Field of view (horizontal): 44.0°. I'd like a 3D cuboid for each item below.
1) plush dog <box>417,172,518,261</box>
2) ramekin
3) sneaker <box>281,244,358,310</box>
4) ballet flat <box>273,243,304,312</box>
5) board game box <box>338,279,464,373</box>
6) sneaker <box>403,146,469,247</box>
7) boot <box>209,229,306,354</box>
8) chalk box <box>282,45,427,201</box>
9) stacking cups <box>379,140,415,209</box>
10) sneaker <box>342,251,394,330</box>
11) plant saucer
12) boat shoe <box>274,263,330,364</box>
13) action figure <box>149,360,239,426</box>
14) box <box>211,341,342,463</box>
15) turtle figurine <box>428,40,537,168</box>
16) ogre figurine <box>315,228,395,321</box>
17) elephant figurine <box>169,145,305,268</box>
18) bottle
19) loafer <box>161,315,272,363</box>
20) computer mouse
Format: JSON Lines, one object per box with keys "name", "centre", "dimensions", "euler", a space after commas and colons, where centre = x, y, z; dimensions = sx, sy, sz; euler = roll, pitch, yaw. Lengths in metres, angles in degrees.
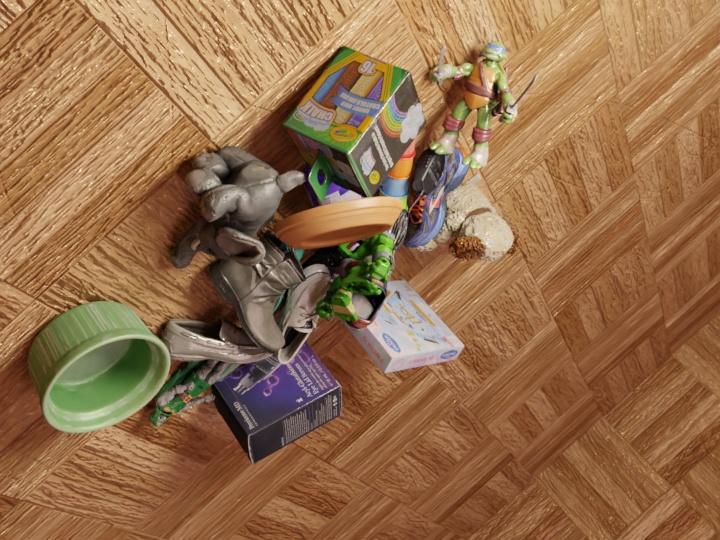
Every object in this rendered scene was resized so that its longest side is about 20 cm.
{"name": "plush dog", "centre": [0.211, -0.086, 1.647], "dimensions": [0.200, 0.172, 0.161], "euler": [-12, 137, -37]}
{"name": "ramekin", "centre": [-0.398, 0.141, 1.342], "dimensions": [0.200, 0.098, 0.200], "euler": [-28, 145, -21]}
{"name": "sneaker", "centre": [-0.067, 0.022, 1.591], "dimensions": [0.200, 0.060, 0.104], "euler": [-36, 144, 2]}
{"name": "ballet flat", "centre": [-0.141, 0.012, 1.498], "dimensions": [0.070, 0.067, 0.200], "euler": [-26, 150, -52]}
{"name": "board game box", "centre": [0.065, 0.100, 1.688], "dimensions": [0.199, 0.200, 0.041], "euler": [-4, 132, -43]}
{"name": "sneaker", "centre": [0.117, -0.136, 1.588], "dimensions": [0.078, 0.075, 0.200], "euler": [15, 102, -40]}
{"name": "boot", "centre": [-0.141, 0.039, 1.435], "dimensions": [0.130, 0.068, 0.200], "euler": [-26, 119, 11]}
{"name": "chalk box", "centre": [-0.018, -0.195, 1.280], "dimensions": [0.200, 0.124, 0.125], "euler": [-53, 151, -14]}
{"name": "stacking cups", "centre": [0.062, -0.151, 1.518], "dimensions": [0.060, 0.061, 0.200], "euler": [-22, 142, -28]}
{"name": "sneaker", "centre": [0.025, 0.008, 1.573], "dimensions": [0.075, 0.085, 0.200], "euler": [14, 83, -14]}
{"name": "plant saucer", "centre": [-0.032, -0.068, 1.348], "dimensions": [0.200, 0.038, 0.200], "euler": [-12, 174, -1]}
{"name": "boat shoe", "centre": [-0.102, 0.078, 1.529], "dimensions": [0.072, 0.066, 0.200], "euler": [11, 126, -37]}
{"name": "action figure", "centre": [-0.292, 0.202, 1.568], "dimensions": [0.200, 0.055, 0.118], "euler": [-41, 143, 0]}
{"name": "box", "centre": [-0.156, 0.239, 1.665], "dimensions": [0.200, 0.148, 0.104], "euler": [-27, 145, -22]}
{"name": "turtle figurine", "centre": [0.172, -0.264, 1.417], "dimensions": [0.144, 0.200, 0.194], "euler": [11, 117, -6]}
{"name": "ogre figurine", "centre": [0.000, 0.000, 1.443], "dimensions": [0.200, 0.098, 0.120], "euler": [109, 3, -55]}
{"name": "elephant figurine", "centre": [-0.185, -0.071, 1.295], "dimensions": [0.141, 0.155, 0.200], "euler": [-34, 147, -34]}
{"name": "bottle", "centre": [-0.035, -0.106, 1.465], "dimensions": [0.083, 0.065, 0.200], "euler": [-29, 146, -6]}
{"name": "loafer", "centre": [-0.231, 0.113, 1.486], "dimensions": [0.200, 0.070, 0.070], "euler": [2, 119, -29]}
{"name": "computer mouse", "centre": [0.088, -0.125, 1.497], "dimensions": [0.200, 0.034, 0.059], "euler": [-62, 151, -17]}
